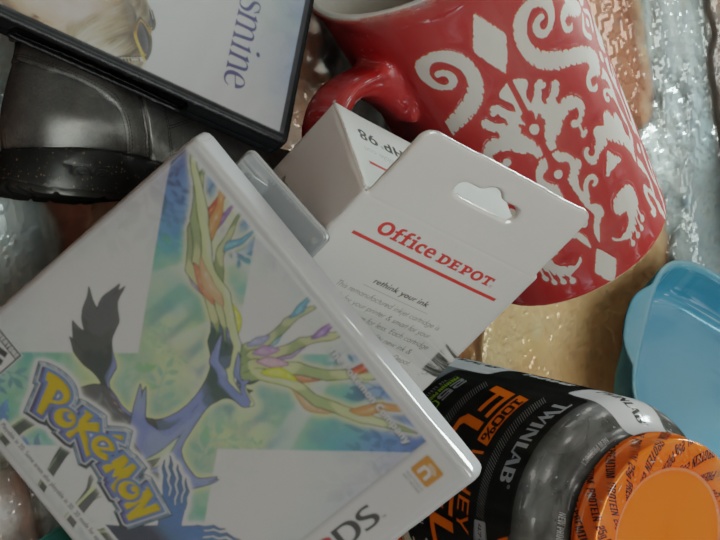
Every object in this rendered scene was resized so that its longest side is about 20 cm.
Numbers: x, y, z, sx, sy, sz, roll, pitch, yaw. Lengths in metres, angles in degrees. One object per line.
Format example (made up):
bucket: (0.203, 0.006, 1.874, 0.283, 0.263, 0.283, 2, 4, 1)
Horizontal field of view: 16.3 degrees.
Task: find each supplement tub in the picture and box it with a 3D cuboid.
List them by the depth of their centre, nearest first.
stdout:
supplement tub: (0.093, 0.117, 1.296, 0.122, 0.200, 0.123, -5, 99, -35)

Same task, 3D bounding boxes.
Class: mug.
mug: (0.055, -0.080, 1.301, 0.177, 0.133, 0.200, -32, 120, -3)

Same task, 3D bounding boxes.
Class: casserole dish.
casserole dish: (0.219, 0.078, 1.449, 0.200, 0.039, 0.121, 30, 58, -21)

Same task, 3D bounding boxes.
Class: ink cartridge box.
ink cartridge box: (0.000, 0.000, 1.207, 0.116, 0.067, 0.200, 26, 120, -36)

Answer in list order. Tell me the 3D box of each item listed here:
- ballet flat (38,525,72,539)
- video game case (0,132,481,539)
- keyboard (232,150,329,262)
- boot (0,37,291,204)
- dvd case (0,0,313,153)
ballet flat: (-0.087, 0.142, 1.258, 0.200, 0.072, 0.072, -24, 110, -29)
video game case: (-0.074, 0.068, 1.161, 0.200, 0.182, 0.022, 51, 21, 0)
keyboard: (-0.097, 0.031, 1.177, 0.056, 0.200, 0.011, 46, 22, 3)
boot: (-0.088, -0.095, 1.223, 0.200, 0.070, 0.132, 5, 85, -43)
dvd case: (-0.109, -0.154, 1.177, 0.200, 0.018, 0.143, 23, 61, -26)
